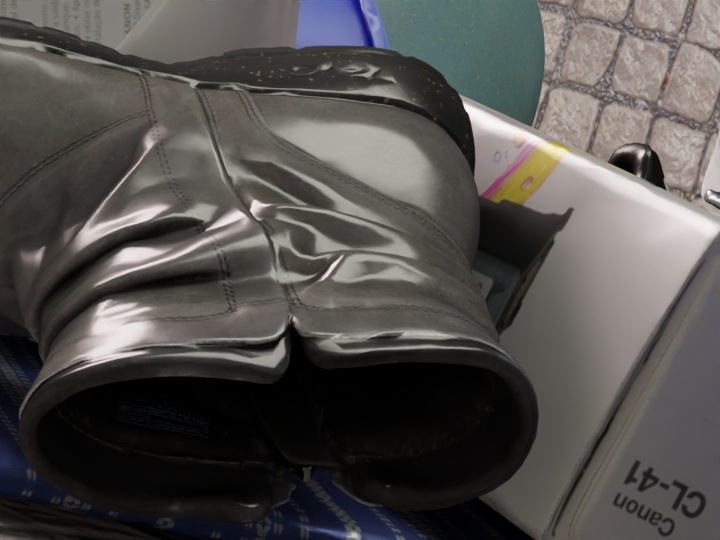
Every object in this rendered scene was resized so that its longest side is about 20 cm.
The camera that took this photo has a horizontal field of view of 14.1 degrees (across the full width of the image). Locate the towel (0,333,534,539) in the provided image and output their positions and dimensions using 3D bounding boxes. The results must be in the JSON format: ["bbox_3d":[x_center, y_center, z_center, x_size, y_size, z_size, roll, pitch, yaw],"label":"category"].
[{"bbox_3d":[-0.049,0.046,0.693,0.200,0.024,0.145,14,7,-20],"label":"towel"}]

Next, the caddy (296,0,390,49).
[{"bbox_3d":[-0.057,-0.038,0.945,0.105,0.142,0.200,9,7,-28],"label":"caddy"}]

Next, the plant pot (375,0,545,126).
[{"bbox_3d":[-0.028,-0.056,1.199,0.200,0.200,0.135,16,39,-4],"label":"plant pot"}]

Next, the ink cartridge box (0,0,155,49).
[{"bbox_3d":[-0.134,-0.079,0.760,0.200,0.162,0.050,-5,7,-29],"label":"ink cartridge box"}]

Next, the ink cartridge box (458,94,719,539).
[{"bbox_3d":[0.075,0.028,0.718,0.148,0.086,0.200,27,2,-27],"label":"ink cartridge box"}]

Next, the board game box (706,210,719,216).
[{"bbox_3d":[0.043,-0.029,1.035,0.126,0.035,0.200,16,3,-21],"label":"board game box"}]

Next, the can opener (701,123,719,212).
[{"bbox_3d":[0.144,-0.011,0.685,0.066,0.053,0.200,29,3,-26],"label":"can opener"}]

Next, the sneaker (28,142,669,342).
[{"bbox_3d":[0.000,0.000,0.836,0.200,0.080,0.071,-3,8,-21],"label":"sneaker"}]

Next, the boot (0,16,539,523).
[{"bbox_3d":[-0.066,0.001,0.624,0.200,0.070,0.132,-5,31,2],"label":"boot"}]

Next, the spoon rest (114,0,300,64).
[{"bbox_3d":[-0.026,-0.053,0.723,0.061,0.200,0.099,55,19,15],"label":"spoon rest"}]
